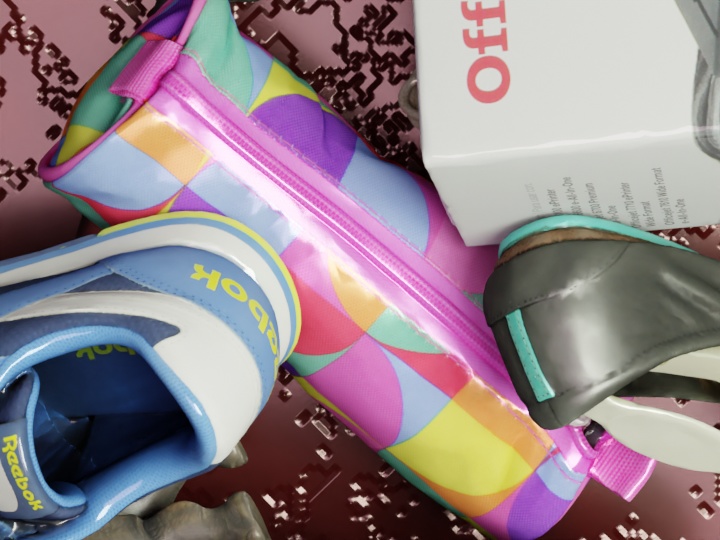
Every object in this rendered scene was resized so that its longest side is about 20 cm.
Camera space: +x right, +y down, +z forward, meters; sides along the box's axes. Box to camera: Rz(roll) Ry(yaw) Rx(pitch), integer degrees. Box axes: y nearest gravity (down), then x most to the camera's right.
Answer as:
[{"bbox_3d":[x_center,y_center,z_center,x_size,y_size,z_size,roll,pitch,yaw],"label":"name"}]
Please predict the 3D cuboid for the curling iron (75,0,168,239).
[{"bbox_3d":[-0.090,-0.015,0.846,0.050,0.026,0.200,25,98,-5],"label":"curling iron"}]

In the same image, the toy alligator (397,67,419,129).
[{"bbox_3d":[0.108,-0.081,0.820,0.200,0.054,0.059,-22,71,4],"label":"toy alligator"}]

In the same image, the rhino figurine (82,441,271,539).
[{"bbox_3d":[-0.044,0.150,0.854,0.087,0.060,0.200,-23,103,3],"label":"rhino figurine"}]

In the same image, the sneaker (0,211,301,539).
[{"bbox_3d":[-0.116,0.043,0.753,0.200,0.082,0.074,-20,117,13],"label":"sneaker"}]

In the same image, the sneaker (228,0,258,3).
[{"bbox_3d":[-0.100,-0.137,0.816,0.200,0.077,0.085,11,75,1],"label":"sneaker"}]

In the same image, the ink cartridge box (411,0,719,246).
[{"bbox_3d":[0.115,-0.094,0.749,0.200,0.084,0.145,-6,74,10],"label":"ink cartridge box"}]

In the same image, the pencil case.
[{"bbox_3d":[0.000,0.000,0.809,0.200,0.088,0.088,37,97,-12],"label":"pencil case"}]

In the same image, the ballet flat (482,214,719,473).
[{"bbox_3d":[0.121,0.032,0.794,0.200,0.068,0.068,6,64,-31],"label":"ballet flat"}]
